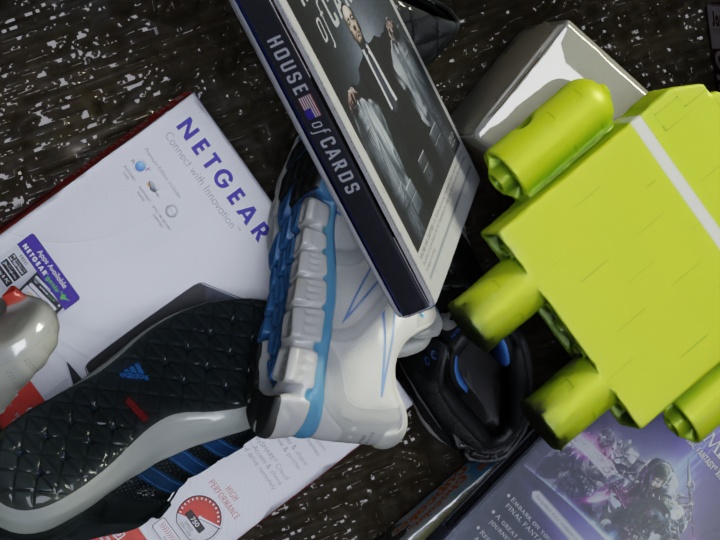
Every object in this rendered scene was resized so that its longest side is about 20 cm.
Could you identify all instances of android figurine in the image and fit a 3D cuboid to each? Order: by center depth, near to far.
[{"bbox_3d":[0.143,-0.009,1.181,0.200,0.041,0.182,-41,100,-12],"label":"android figurine"}]

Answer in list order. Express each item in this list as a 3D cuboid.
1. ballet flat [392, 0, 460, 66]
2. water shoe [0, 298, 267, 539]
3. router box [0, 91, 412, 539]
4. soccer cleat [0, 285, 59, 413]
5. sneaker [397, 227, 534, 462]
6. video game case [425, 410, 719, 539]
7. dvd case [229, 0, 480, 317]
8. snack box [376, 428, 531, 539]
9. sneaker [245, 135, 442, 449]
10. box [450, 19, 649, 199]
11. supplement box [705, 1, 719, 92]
[{"bbox_3d":[-0.025,-0.183,1.222,0.057,0.067,0.200,-35,108,14],"label":"ballet flat"},{"bbox_3d":[-0.103,0.079,1.185,0.199,0.079,0.072,-24,60,-27],"label":"water shoe"},{"bbox_3d":[-0.102,0.040,1.235,0.179,0.049,0.201,-37,99,-5],"label":"router box"},{"bbox_3d":[-0.199,0.066,1.166,0.078,0.199,0.069,52,44,-14],"label":"soccer cleat"},{"bbox_3d":[0.038,0.002,1.226,0.073,0.112,0.201,-27,99,-8],"label":"sneaker"},{"bbox_3d":[0.121,0.145,1.255,0.200,0.019,0.143,-45,112,-7],"label":"video game case"},{"bbox_3d":[-0.005,-0.096,1.133,0.025,0.151,0.201,-20,109,20],"label":"dvd case"},{"bbox_3d":[0.046,0.190,1.279,0.200,0.037,0.116,-40,102,-5],"label":"snack box"},{"bbox_3d":[0.000,0.000,1.176,0.086,0.075,0.201,17,62,-17],"label":"sneaker"},{"bbox_3d":[0.145,-0.036,1.253,0.200,0.095,0.078,40,87,-9],"label":"box"},{"bbox_3d":[0.294,-0.129,1.264,0.198,0.109,0.061,-10,96,-8],"label":"supplement box"}]
